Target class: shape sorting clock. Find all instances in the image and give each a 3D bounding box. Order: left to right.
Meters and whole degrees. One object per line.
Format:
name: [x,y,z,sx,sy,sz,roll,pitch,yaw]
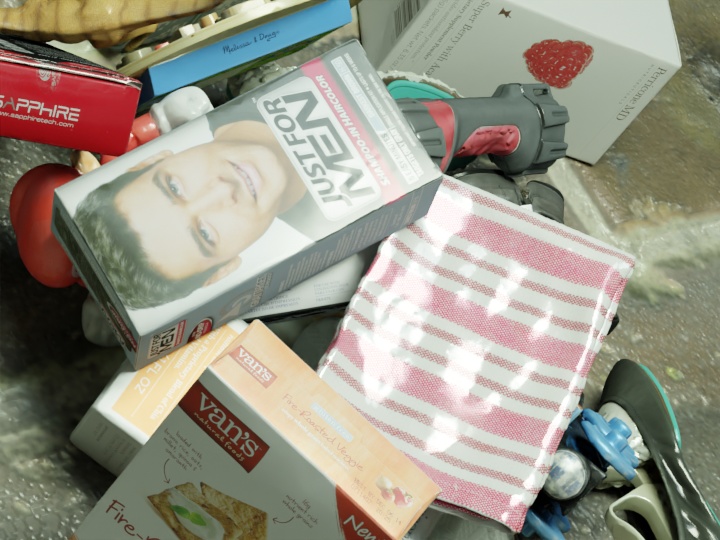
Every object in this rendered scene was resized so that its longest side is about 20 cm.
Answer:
shape sorting clock: [-0.088,-0.142,1.660,0.200,0.200,0.039,-24,94,-48]

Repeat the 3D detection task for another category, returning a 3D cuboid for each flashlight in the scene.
flashlight: [0.069,-0.084,1.762,0.200,0.068,0.068,-5,54,-54]

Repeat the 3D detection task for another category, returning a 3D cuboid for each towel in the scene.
towel: [0.060,0.041,1.509,0.146,0.030,0.201,23,63,7]

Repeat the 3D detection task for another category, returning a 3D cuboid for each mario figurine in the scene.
mario figurine: [-0.126,-0.032,1.587,0.200,0.106,0.124,-34,100,-58]

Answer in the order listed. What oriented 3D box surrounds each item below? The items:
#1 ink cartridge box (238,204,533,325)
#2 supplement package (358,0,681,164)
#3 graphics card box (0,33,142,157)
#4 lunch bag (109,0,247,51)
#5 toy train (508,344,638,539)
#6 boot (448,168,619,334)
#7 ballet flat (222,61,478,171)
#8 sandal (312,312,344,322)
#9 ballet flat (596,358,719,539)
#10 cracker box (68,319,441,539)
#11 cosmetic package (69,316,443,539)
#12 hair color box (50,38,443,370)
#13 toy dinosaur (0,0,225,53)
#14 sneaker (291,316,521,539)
ink cartridge box: [0.000,0.000,1.598,0.199,0.094,0.044,-10,86,-19]
supplement package: [0.113,-0.182,1.913,0.199,0.121,0.120,17,45,-24]
graphics card box: [-0.223,-0.114,1.548,0.125,0.051,0.200,8,9,-29]
lunch bag: [-0.132,-0.258,1.776,0.167,0.139,0.200,-24,71,-47]
toy train: [0.108,0.099,1.613,0.114,0.087,0.200,47,5,3]
boot: [0.076,-0.012,1.778,0.200,0.070,0.132,14,42,-44]
ballet flat: [-0.007,-0.112,1.802,0.199,0.072,0.072,8,49,-35]
sandal: [-0.036,-0.024,1.666,0.212,0.077,0.070,59,8,17]
ballet flat: [0.184,0.137,1.710,0.068,0.068,0.200,-4,48,-24]
cracker box: [-0.065,0.139,1.409,0.134,0.200,0.058,42,39,4]
cosmetic package: [-0.055,0.111,1.519,0.200,0.071,0.102,36,64,-3]
hair color box: [-0.064,-0.038,1.490,0.199,0.061,0.099,-28,76,-17]
toy dinosaur: [-0.148,-0.151,1.563,0.199,0.061,0.106,-3,13,12]
sneaker: [0.028,0.117,1.625,0.200,0.077,0.082,55,15,16]
